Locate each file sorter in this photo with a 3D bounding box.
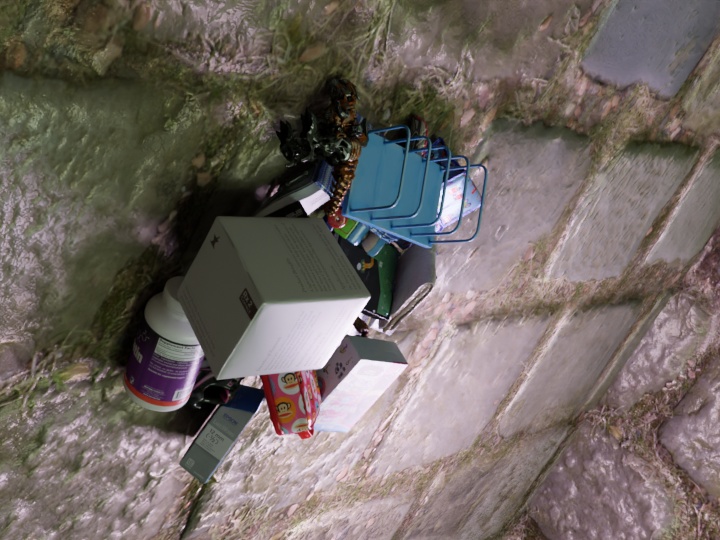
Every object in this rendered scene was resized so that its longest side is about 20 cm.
[{"bbox_3d":[0.091,-0.130,1.540,0.198,0.122,0.141,19,77,-41],"label":"file sorter"}]

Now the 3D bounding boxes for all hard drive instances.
[{"bbox_3d":[0.000,0.000,1.765,0.199,0.037,0.142,24,73,-53],"label":"hard drive"}]

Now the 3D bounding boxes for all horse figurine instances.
[{"bbox_3d":[-0.042,0.165,1.877,0.201,0.050,0.132,-52,147,16],"label":"horse figurine"}]

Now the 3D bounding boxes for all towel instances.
[{"bbox_3d":[0.086,0.021,1.850,0.034,0.134,0.200,19,141,-19],"label":"towel"},{"bbox_3d":[0.016,-0.151,1.564,0.199,0.024,0.147,36,68,-38],"label":"towel"}]

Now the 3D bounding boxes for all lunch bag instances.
[{"bbox_3d":[0.111,-0.126,1.812,0.199,0.095,0.150,-37,152,7],"label":"lunch bag"},{"bbox_3d":[-0.116,0.205,1.706,0.081,0.179,0.200,-15,-177,5],"label":"lunch bag"}]

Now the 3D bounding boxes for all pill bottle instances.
[{"bbox_3d":[-0.293,0.112,1.522,0.112,0.112,0.202,-9,132,-47],"label":"pill bottle"}]

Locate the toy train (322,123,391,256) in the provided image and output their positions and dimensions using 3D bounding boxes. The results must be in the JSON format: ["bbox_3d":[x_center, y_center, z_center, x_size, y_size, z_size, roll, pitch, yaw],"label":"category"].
[{"bbox_3d":[0.033,-0.129,1.638,0.115,0.085,0.201,36,98,-15],"label":"toy train"}]

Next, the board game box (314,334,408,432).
[{"bbox_3d":[-0.025,0.217,1.855,0.146,0.065,0.200,12,127,-48],"label":"board game box"}]

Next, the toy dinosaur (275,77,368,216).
[{"bbox_3d":[-0.040,-0.189,1.456,0.134,0.203,0.102,7,148,-34],"label":"toy dinosaur"}]

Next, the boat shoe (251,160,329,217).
[{"bbox_3d":[-0.096,-0.124,1.556,0.199,0.057,0.069,-32,157,-20],"label":"boat shoe"}]

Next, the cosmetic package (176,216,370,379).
[{"bbox_3d":[-0.128,0.037,1.420,0.198,0.166,0.166,-1,137,-41],"label":"cosmetic package"}]

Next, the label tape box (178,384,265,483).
[{"bbox_3d":[-0.234,0.265,1.764,0.201,0.066,0.143,-55,-177,10],"label":"label tape box"}]

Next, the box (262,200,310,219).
[{"bbox_3d":[-0.152,-0.013,1.559,0.159,0.044,0.201,-27,157,-12],"label":"box"}]

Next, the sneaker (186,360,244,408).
[{"bbox_3d":[-0.239,0.192,1.710,0.198,0.086,0.081,-21,143,-39],"label":"sneaker"}]

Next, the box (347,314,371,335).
[{"bbox_3d":[-0.040,0.088,1.882,0.160,0.049,0.202,-15,137,-41],"label":"box"}]

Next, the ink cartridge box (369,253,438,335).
[{"bbox_3d":[0.091,0.039,2.004,0.201,0.039,0.099,-53,149,7],"label":"ink cartridge box"}]

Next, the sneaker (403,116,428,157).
[{"bbox_3d":[0.061,-0.171,1.692,0.081,0.074,0.202,-67,-179,-82],"label":"sneaker"}]
